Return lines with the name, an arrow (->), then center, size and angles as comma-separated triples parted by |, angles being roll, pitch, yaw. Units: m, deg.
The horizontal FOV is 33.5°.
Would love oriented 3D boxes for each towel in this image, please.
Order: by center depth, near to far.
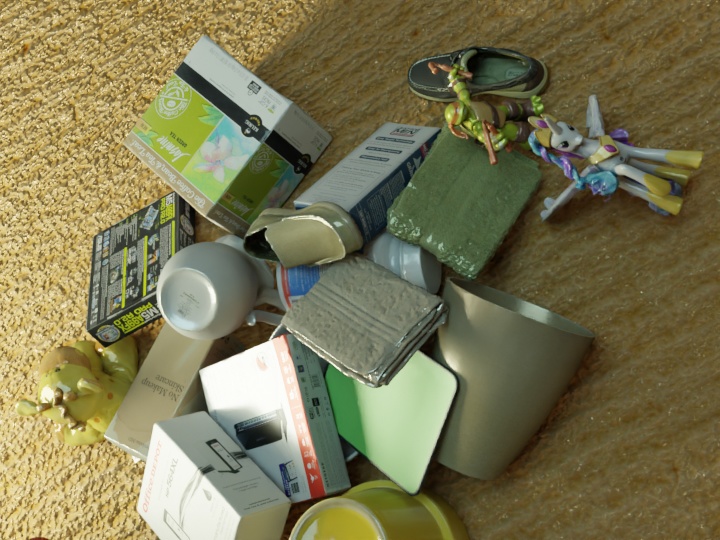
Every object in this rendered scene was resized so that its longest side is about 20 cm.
towel -> 0.004, 0.055, 1.404 | 0.133, 0.035, 0.199 | -46, 41, -12
towel -> 0.132, -0.092, 1.496 | 0.147, 0.037, 0.201 | 30, 62, 5

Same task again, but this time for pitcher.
pitcher -> -0.165, 0.033, 1.550 | 0.170, 0.200, 0.122 | 31, 105, 8

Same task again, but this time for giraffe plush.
giraffe plush -> -0.388, 0.169, 1.647 | 0.173, 0.162, 0.200 | -47, 60, 5

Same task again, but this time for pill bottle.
pill bottle -> 0.000, 0.000, 1.545 | 0.197, 0.112, 0.114 | -7, 71, 22

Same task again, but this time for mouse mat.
mouse mat -> 0.026, 0.151, 1.421 | 0.199, 0.007, 0.163 | 35, 114, 40

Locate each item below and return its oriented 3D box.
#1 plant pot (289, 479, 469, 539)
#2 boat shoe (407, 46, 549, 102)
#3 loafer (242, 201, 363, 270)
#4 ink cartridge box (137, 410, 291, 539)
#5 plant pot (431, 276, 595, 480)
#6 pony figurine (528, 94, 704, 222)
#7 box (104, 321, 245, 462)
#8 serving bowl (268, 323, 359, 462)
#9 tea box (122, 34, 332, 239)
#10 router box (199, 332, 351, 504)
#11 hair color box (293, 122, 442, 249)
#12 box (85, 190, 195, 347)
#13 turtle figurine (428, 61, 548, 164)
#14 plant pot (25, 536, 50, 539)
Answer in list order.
plant pot -> 0.012, 0.340, 1.389 | 0.198, 0.189, 0.204 | -7, 71, 22
boat shoe -> 0.149, -0.267, 1.583 | 0.198, 0.066, 0.073 | 6, 76, 26
loafer -> -0.074, -0.036, 1.468 | 0.199, 0.076, 0.068 | -1, 37, 52
ink cartridge box -> -0.189, 0.296, 1.500 | 0.199, 0.084, 0.148 | 37, 122, 38
plant pot -> 0.155, 0.136, 1.405 | 0.186, 0.187, 0.202 | 23, 97, 29
pony figurine -> 0.293, -0.130, 1.421 | 0.198, 0.193, 0.169 | 20, 86, 10
box -> -0.249, 0.163, 1.613 | 0.094, 0.078, 0.202 | 17, 72, 29
serving bowl -> -0.036, 0.147, 1.527 | 0.198, 0.065, 0.203 | 2, 93, 39
tea box -> -0.187, -0.182, 1.678 | 0.199, 0.133, 0.198 | 38, 93, 29
router box -> -0.111, 0.199, 1.513 | 0.178, 0.049, 0.203 | -24, 77, 41
hair color box -> 0.018, -0.112, 1.533 | 0.099, 0.061, 0.200 | 13, 44, 41
box -> -0.309, -0.006, 1.690 | 0.159, 0.044, 0.201 | -27, 41, 15
turtle figurine -> 0.165, -0.181, 1.487 | 0.065, 0.159, 0.201 | -62, 38, 33
plant pot -> -0.379, 0.479, 1.541 | 0.193, 0.201, 0.203 | 21, 83, 20
